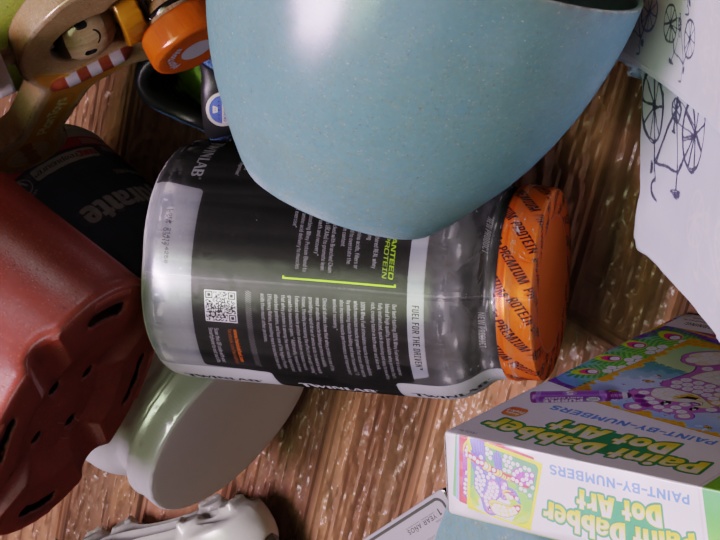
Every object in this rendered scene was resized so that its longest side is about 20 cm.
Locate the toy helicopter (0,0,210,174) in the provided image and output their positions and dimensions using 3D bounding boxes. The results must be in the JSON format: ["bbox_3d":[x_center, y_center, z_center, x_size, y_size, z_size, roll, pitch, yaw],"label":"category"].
[{"bbox_3d":[-0.160,-0.101,1.236,0.079,0.132,0.200,60,146,13],"label":"toy helicopter"}]

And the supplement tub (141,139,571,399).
[{"bbox_3d":[0.000,0.000,1.203,0.199,0.123,0.123,5,111,16],"label":"supplement tub"}]

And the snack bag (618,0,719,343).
[{"bbox_3d":[0.144,-0.079,1.061,0.189,0.021,0.201,-116,24,-71],"label":"snack bag"}]

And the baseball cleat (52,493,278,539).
[{"bbox_3d":[-0.117,0.196,1.450,0.200,0.070,0.107,-19,98,47],"label":"baseball cleat"}]

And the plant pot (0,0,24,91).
[{"bbox_3d":[-0.159,-0.226,1.271,0.200,0.187,0.188,-33,83,29],"label":"plant pot"}]

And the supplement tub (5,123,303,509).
[{"bbox_3d":[-0.140,0.025,1.354,0.200,0.140,0.141,40,129,23],"label":"supplement tub"}]

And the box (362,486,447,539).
[{"bbox_3d":[0.078,0.215,1.288,0.117,0.060,0.201,-39,79,43],"label":"box"}]

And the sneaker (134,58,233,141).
[{"bbox_3d":[-0.037,-0.087,1.256,0.199,0.089,0.079,11,114,37],"label":"sneaker"}]

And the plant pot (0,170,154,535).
[{"bbox_3d":[-0.221,0.023,1.222,0.195,0.201,0.201,31,125,17],"label":"plant pot"}]

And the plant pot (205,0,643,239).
[{"bbox_3d":[0.013,-0.094,1.092,0.200,0.200,0.135,30,109,30],"label":"plant pot"}]

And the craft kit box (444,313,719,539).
[{"bbox_3d":[0.173,0.077,1.056,0.199,0.197,0.049,9,113,38],"label":"craft kit box"}]

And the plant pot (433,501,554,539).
[{"bbox_3d":[0.133,0.178,1.139,0.200,0.196,0.197,39,128,29],"label":"plant pot"}]
